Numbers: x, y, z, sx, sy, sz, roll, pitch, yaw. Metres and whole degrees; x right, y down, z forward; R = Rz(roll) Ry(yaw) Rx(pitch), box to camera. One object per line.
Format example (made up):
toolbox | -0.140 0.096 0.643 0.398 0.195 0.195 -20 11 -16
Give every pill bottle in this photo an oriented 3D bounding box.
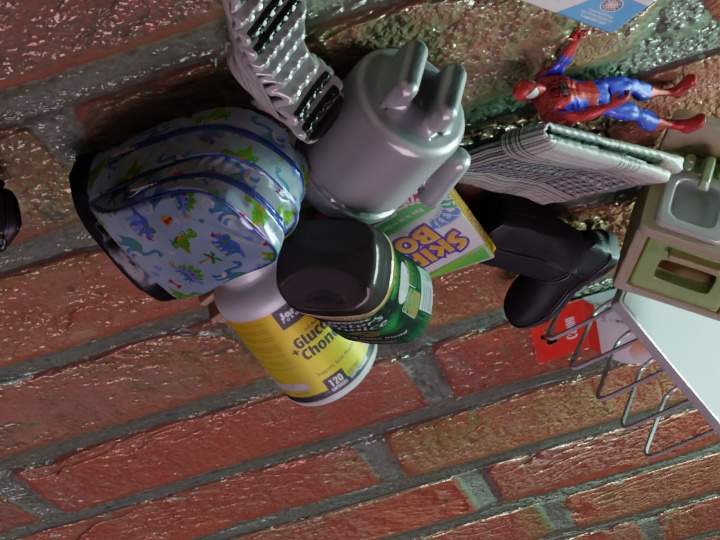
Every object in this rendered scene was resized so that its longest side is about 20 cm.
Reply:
pill bottle | -0.075 0.032 1.668 0.111 0.112 0.200 -23 125 19

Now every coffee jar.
coffee jar | -0.005 0.012 1.536 0.104 0.086 0.200 2 169 17

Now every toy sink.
toy sink | 0.344 -0.048 1.704 0.130 0.113 0.200 18 152 4

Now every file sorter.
file sorter | 0.320 0.087 1.885 0.124 0.139 0.200 -29 109 39

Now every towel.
towel | 0.180 -0.094 1.614 0.199 0.035 0.192 8 167 -37

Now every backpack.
backpack | -0.137 -0.058 1.460 0.199 0.154 0.163 -27 121 21

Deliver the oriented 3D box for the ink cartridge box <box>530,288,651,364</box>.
ink cartridge box | 0.310 0.075 2.053 0.199 0.050 0.162 -18 153 3

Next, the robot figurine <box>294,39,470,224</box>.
robot figurine | 0.014 -0.114 1.476 0.169 0.113 0.200 33 137 -14

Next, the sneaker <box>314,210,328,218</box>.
sneaker | 0.000 0.000 1.738 0.080 0.075 0.200 -18 154 10

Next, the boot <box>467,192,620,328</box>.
boot | 0.158 -0.007 1.802 0.199 0.066 0.165 11 136 -45

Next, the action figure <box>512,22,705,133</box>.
action figure | 0.235 -0.169 1.529 0.199 0.066 0.099 -1 158 -25

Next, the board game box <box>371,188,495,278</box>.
board game box | 0.058 -0.046 1.646 0.095 0.030 0.200 -18 147 18

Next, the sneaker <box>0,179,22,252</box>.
sneaker | -0.348 -0.063 1.449 0.110 0.077 0.200 -1 156 -10

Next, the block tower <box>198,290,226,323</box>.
block tower | -0.079 0.033 1.789 0.199 0.054 0.058 13 144 -40

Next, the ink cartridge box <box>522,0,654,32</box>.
ink cartridge box | 0.195 -0.288 1.209 0.128 0.126 0.200 12 144 -41

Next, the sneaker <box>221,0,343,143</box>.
sneaker | -0.081 -0.184 1.349 0.075 0.081 0.200 -49 145 -22
